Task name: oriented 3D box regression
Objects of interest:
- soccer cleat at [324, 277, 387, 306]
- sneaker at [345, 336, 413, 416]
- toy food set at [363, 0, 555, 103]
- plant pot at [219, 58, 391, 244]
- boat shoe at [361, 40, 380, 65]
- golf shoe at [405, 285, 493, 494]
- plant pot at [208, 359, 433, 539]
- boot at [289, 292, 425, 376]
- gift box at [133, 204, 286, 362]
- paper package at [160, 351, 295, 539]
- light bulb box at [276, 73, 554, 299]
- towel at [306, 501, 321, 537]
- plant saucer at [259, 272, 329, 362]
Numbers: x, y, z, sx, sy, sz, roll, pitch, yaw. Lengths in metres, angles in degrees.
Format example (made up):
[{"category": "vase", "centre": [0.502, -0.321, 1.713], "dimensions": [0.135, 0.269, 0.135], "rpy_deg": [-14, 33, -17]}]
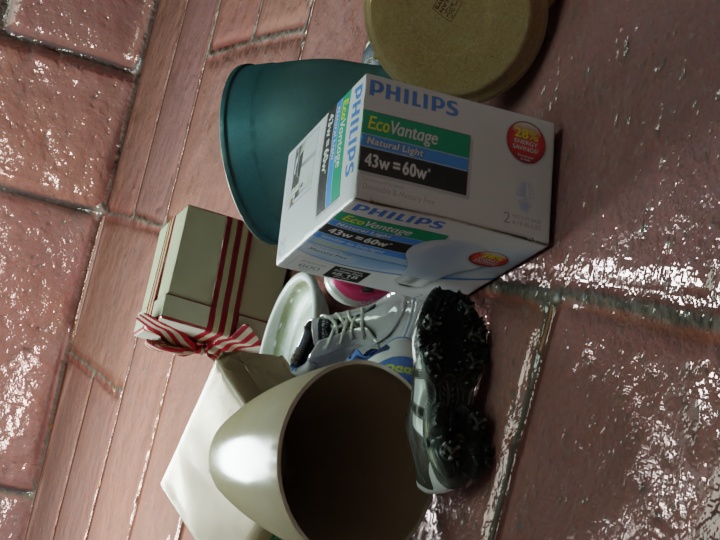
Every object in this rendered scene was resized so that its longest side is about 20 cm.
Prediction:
[{"category": "soccer cleat", "centre": [0.000, 0.000, 1.607], "dimensions": [0.086, 0.070, 0.200], "rpy_deg": [-45, 3, 31]}, {"category": "sneaker", "centre": [0.006, 0.131, 1.582], "dimensions": [0.200, 0.074, 0.083], "rpy_deg": [-32, 47, 51]}, {"category": "toy food set", "centre": [0.092, -0.262, 1.479], "dimensions": [0.049, 0.197, 0.201], "rpy_deg": [-27, -44, -64]}, {"category": "plant pot", "centre": [-0.025, -0.141, 1.633], "dimensions": [0.187, 0.200, 0.201], "rpy_deg": [-9, 59, 20]}, {"category": "boat shoe", "centre": [0.048, -0.228, 1.711], "dimensions": [0.200, 0.075, 0.062], "rpy_deg": [3, 62, 61]}, {"category": "golf shoe", "centre": [0.070, 0.112, 1.408], "dimensions": [0.095, 0.077, 0.201], "rpy_deg": [131, 149, -52]}, {"category": "plant pot", "centre": [-0.059, 0.186, 1.475], "dimensions": [0.200, 0.187, 0.188], "rpy_deg": [-9, 67, 53]}, {"category": "boot", "centre": [-0.006, 0.071, 1.614], "dimensions": [0.200, 0.095, 0.074], "rpy_deg": [127, 151, -47]}, {"category": "gift box", "centre": [-0.206, 0.029, 2.064], "dimensions": [0.200, 0.184, 0.188], "rpy_deg": [145, 138, -70]}, {"category": "paper package", "centre": [-0.119, 0.228, 1.723], "dimensions": [0.191, 0.103, 0.201], "rpy_deg": [50, 125, 39]}, {"category": "light bulb box", "centre": [0.049, -0.069, 1.411], "dimensions": [0.200, 0.197, 0.126], "rpy_deg": [143, 136, -62]}, {"category": "towel", "centre": [-0.074, 0.341, 1.542], "dimensions": [0.149, 0.031, 0.201], "rpy_deg": [-117, 48, -67]}, {"category": "plant saucer", "centre": [-0.073, 0.104, 1.842], "dimensions": [0.200, 0.050, 0.201], "rpy_deg": [-165, 90, -70]}]
